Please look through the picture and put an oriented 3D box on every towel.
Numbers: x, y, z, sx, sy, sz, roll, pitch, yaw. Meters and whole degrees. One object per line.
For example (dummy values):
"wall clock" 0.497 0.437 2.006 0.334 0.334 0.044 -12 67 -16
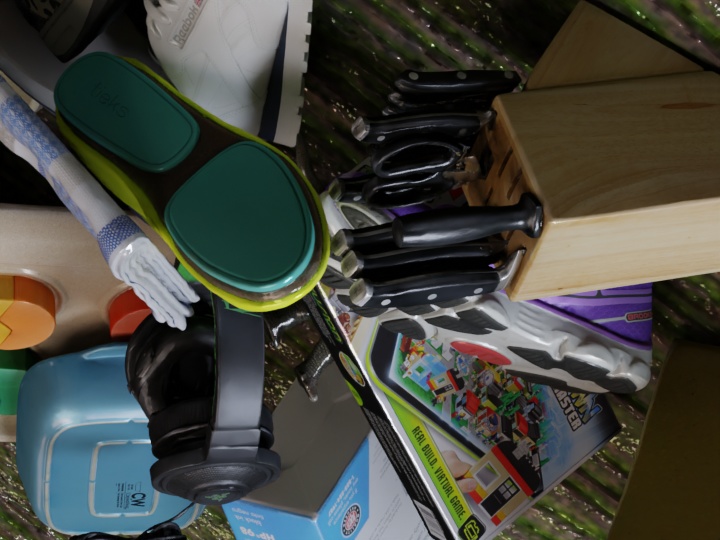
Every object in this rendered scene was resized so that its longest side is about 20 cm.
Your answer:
"towel" -0.154 -0.060 1.199 0.200 0.024 0.147 47 176 14

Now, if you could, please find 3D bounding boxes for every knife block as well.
"knife block" 0.093 -0.024 1.109 0.200 0.176 0.064 30 144 4

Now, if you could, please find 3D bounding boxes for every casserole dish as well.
"casserole dish" -0.134 0.103 1.456 0.121 0.039 0.200 -1 151 -9

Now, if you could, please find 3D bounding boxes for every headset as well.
"headset" -0.094 0.073 1.305 0.094 0.124 0.200 -1 129 -16

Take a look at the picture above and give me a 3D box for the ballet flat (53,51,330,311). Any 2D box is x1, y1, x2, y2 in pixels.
"ballet flat" -0.068 -0.033 1.154 0.200 0.067 0.067 41 168 40

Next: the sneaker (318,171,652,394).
"sneaker" 0.057 -0.006 1.200 0.200 0.084 0.081 24 158 -35

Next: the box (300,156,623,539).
"box" 0.044 0.032 1.255 0.035 0.110 0.200 27 151 56

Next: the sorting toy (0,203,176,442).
"sorting toy" -0.156 0.039 1.412 0.185 0.037 0.200 3 143 -13

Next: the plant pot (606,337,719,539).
"plant pot" 0.236 0.170 1.222 0.200 0.196 0.194 3 134 22

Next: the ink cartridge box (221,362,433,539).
"ink cartridge box" 0.001 0.158 1.432 0.067 0.116 0.200 9 137 30

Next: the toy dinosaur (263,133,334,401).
"toy dinosaur" 0.000 0.000 1.289 0.077 0.102 0.200 48 158 57

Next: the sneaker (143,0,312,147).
"sneaker" -0.060 -0.130 1.171 0.080 0.077 0.200 7 139 -2

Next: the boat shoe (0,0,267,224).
"boat shoe" -0.135 -0.089 1.297 0.200 0.075 0.093 44 157 2

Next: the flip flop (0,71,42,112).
"flip flop" -0.245 -0.144 1.325 0.200 0.058 0.081 41 143 -9

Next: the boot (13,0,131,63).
"boot" -0.145 -0.203 1.173 0.154 0.073 0.204 41 137 0
